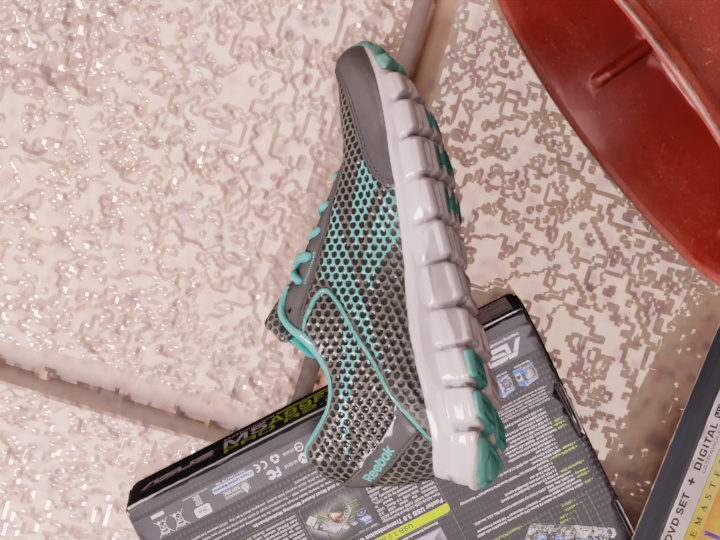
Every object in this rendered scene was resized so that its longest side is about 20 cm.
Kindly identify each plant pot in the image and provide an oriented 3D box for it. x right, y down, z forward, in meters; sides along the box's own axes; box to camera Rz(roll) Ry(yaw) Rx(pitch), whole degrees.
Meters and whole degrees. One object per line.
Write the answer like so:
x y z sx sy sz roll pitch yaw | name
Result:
0.183 -0.122 0.913 0.195 0.201 0.201 -36 99 -5 | plant pot

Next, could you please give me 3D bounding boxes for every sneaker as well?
0.000 0.000 0.951 0.091 0.078 0.201 -13 72 10 | sneaker

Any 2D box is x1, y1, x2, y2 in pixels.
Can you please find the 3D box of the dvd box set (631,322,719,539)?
0.223 0.123 0.999 0.199 0.029 0.147 24 89 -15 | dvd box set

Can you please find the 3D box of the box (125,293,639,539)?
0.018 0.126 1.007 0.199 0.044 0.161 -27 99 2 | box
